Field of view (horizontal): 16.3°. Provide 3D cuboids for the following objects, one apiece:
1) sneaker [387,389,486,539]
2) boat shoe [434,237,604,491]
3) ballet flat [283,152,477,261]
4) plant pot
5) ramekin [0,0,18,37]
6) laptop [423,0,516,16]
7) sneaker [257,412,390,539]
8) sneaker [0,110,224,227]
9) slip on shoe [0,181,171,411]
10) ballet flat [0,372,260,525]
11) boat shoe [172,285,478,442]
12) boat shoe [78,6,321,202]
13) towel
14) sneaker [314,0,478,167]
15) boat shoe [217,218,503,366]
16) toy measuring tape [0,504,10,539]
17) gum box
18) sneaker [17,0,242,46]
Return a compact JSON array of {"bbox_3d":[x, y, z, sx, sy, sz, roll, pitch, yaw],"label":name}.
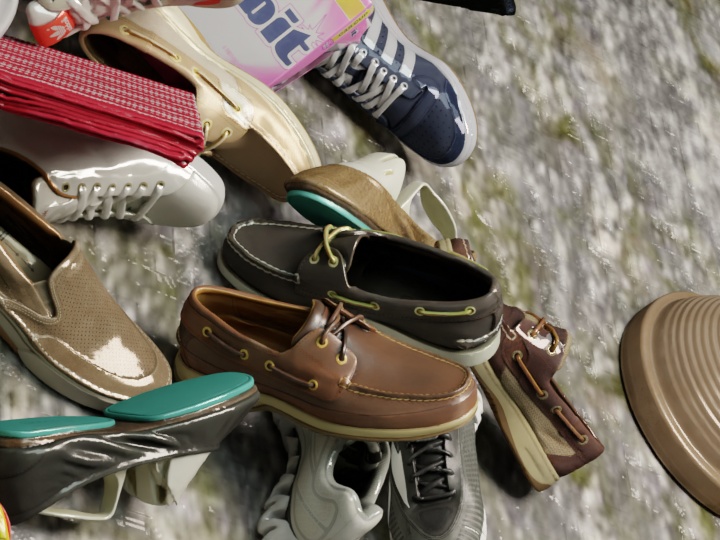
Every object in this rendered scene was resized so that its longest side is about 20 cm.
[{"bbox_3d":[0.045,0.117,1.656,0.201,0.066,0.091,-86,164,-48],"label":"sneaker"},{"bbox_3d":[0.112,0.057,1.742,0.072,0.072,0.201,-99,164,-71],"label":"boat shoe"},{"bbox_3d":[0.021,-0.036,1.747,0.200,0.068,0.073,39,71,-41],"label":"ballet flat"},{"bbox_3d":[0.305,0.091,1.961,0.200,0.093,0.202,28,41,-27],"label":"plant pot"},{"bbox_3d":[-0.315,-0.183,1.527,0.202,0.094,0.203,26,42,-26],"label":"ramekin"},{"bbox_3d":[0.024,-0.288,1.907,0.177,0.199,0.104,61,42,-69],"label":"laptop"},{"bbox_3d":[-0.013,0.106,1.617,0.075,0.081,0.201,28,40,-26],"label":"sneaker"},{"bbox_3d":[-0.180,-0.050,1.588,0.199,0.073,0.085,17,49,-22],"label":"sneaker"},{"bbox_3d":[-0.188,0.010,1.528,0.200,0.061,0.076,43,37,-11],"label":"slip on shoe"},{"bbox_3d":[-0.144,0.109,1.490,0.199,0.068,0.069,-10,103,-39],"label":"ballet flat"},{"bbox_3d":[-0.024,0.056,1.568,0.199,0.068,0.072,11,32,15],"label":"boat shoe"},{"bbox_3d":[-0.114,-0.110,1.713,0.200,0.074,0.069,43,48,-9],"label":"boat shoe"},{"bbox_3d":[-0.169,-0.108,1.567,0.144,0.023,0.200,18,10,-8],"label":"towel"},{"bbox_3d":[-0.002,-0.153,1.859,0.200,0.070,0.108,53,31,15],"label":"sneaker"},{"bbox_3d":[0.000,0.000,1.664,0.200,0.061,0.072,18,48,12],"label":"boat shoe"},{"bbox_3d":[-0.220,0.183,1.361,0.073,0.073,0.201,-6,86,-49],"label":"toy measuring tape"},{"bbox_3d":[-0.091,-0.217,1.774,0.200,0.113,0.066,52,-5,1],"label":"gum box"},{"bbox_3d":[-0.171,-0.181,1.645,0.199,0.070,0.094,12,62,14],"label":"sneaker"}]
